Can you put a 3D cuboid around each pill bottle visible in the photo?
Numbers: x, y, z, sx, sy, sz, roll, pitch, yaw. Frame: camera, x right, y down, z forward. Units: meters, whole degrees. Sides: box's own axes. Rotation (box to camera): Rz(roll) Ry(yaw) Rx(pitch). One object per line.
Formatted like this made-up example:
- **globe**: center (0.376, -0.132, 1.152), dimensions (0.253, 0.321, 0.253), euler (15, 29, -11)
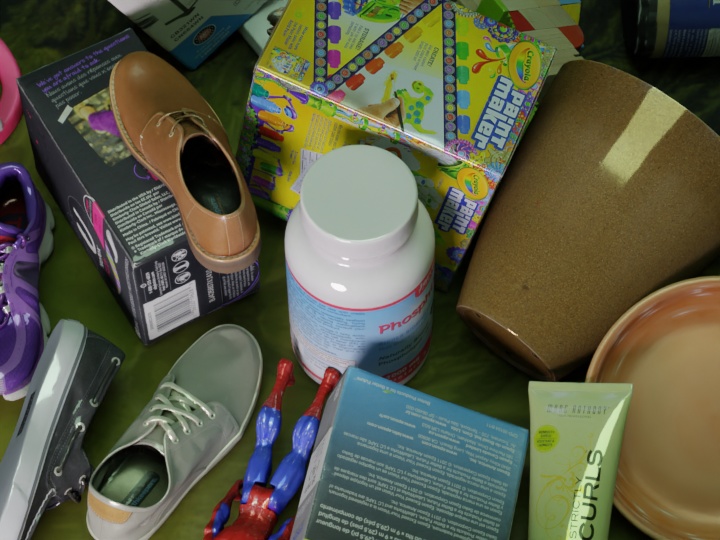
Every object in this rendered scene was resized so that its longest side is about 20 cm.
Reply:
- **pill bottle**: center (0.000, 0.000, 1.461), dimensions (0.108, 0.200, 0.109), euler (0, 58, 0)
- **pill bottle**: center (0.319, -0.233, 1.658), dimensions (0.199, 0.112, 0.112), euler (-2, 58, 0)

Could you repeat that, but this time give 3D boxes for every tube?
- **tube**: center (0.144, 0.175, 1.406), dimensions (0.058, 0.052, 0.201), euler (12, 74, -18)

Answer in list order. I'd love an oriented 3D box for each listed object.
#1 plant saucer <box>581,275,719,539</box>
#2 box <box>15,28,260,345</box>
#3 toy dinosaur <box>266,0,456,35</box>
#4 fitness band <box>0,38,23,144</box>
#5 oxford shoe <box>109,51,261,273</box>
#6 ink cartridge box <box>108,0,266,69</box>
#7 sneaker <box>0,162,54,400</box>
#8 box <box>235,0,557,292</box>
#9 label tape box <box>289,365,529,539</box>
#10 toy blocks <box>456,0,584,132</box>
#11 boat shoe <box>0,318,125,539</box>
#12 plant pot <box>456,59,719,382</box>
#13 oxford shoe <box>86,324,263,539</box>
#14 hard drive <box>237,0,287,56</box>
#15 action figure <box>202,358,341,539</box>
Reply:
- **plant saucer**: center (0.257, 0.105, 1.451), dimensions (0.199, 0.037, 0.201), euler (0, 85, -1)
- **box**: center (-0.171, -0.065, 1.549), dimensions (0.106, 0.122, 0.200), euler (-26, 61, -16)
- **toy dinosaur**: center (0.024, -0.201, 1.589), dimensions (0.200, 0.136, 0.086), euler (28, 68, 20)
- **fitness band**: center (-0.372, -0.132, 1.644), dimensions (0.200, 0.037, 0.144), euler (-32, 63, -19)
- **oxford shoe**: center (-0.125, -0.096, 1.456), dimensions (0.071, 0.071, 0.200), euler (-25, 60, -16)
- **ink cartridge box**: center (-0.147, -0.267, 1.607), dimensions (0.146, 0.200, 0.084), euler (-42, 65, 5)
- **sneaker**: center (-0.278, 0.006, 1.528), dimensions (0.080, 0.084, 0.201), euler (-3, 59, -1)
- **box**: center (0.018, -0.108, 1.508), dimensions (0.192, 0.200, 0.122), euler (25, 63, 1)
- **label tape box**: center (0.027, 0.185, 1.403), dimensions (0.144, 0.063, 0.200), euler (21, 58, -9)
- **toy blocks**: center (0.130, -0.195, 1.643), dimensions (0.136, 0.100, 0.200), euler (-12, 54, -40)
- **boat shoe**: center (-0.221, 0.135, 1.461), dimensions (0.066, 0.070, 0.201), euler (24, 63, -18)
- **plant pot**: center (0.166, -0.022, 1.505), dimensions (0.186, 0.186, 0.200), euler (35, 79, 20)
- **oxford shoe**: center (-0.134, 0.116, 1.475), dimensions (0.075, 0.058, 0.200), euler (25, 60, 18)
- **hard drive**: center (-0.013, -0.192, 1.684), dimensions (0.132, 0.026, 0.200), euler (-30, 62, -17)
- **action figure**: center (-0.067, 0.160, 1.450), dimensions (0.065, 0.052, 0.200), euler (14, 56, 14)
